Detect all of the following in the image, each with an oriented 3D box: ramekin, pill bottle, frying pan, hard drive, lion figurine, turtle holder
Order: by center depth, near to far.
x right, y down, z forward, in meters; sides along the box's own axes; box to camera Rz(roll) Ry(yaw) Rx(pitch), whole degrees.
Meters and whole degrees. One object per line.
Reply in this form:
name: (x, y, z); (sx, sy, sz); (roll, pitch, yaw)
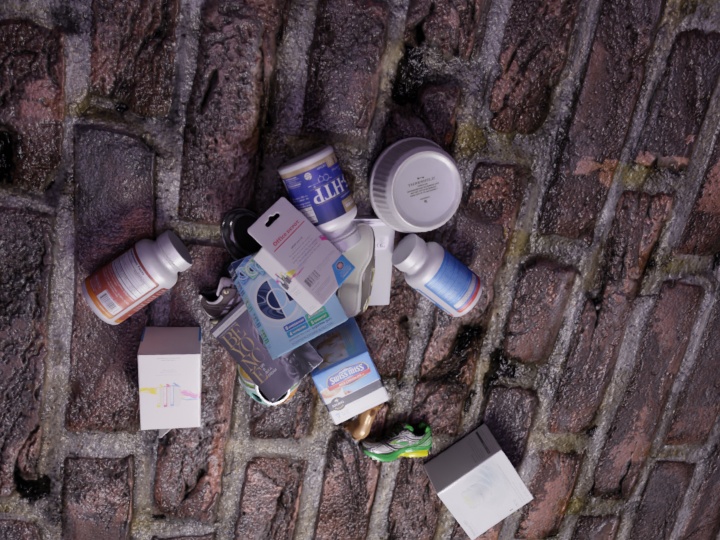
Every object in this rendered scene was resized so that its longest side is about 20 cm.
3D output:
pill bottle: (-0.440, 0.010, 1.261); (0.199, 0.112, 0.113); (-34, 114, 0)
pill bottle: (-0.075, -0.137, 1.276); (0.119, 0.120, 0.202); (-24, 107, -3)
frying pan: (-0.241, -0.038, 1.316); (0.114, 0.031, 0.192); (18, 116, 17)
ramekin: (0.122, -0.173, 1.322); (0.200, 0.094, 0.205); (-4, 105, -16)
turtle holder: (-0.202, 0.210, 1.383); (0.139, 0.132, 0.188); (-14, 113, -7)
hard drive: (0.007, -0.020, 1.403); (0.130, 0.026, 0.203); (-1, 111, -13)
pill bottle: (0.167, 0.007, 1.405); (0.199, 0.112, 0.113); (36, 99, -24)
lion figurine: (0.012, 0.334, 1.487); (0.071, 0.123, 0.203); (5, 110, -15)

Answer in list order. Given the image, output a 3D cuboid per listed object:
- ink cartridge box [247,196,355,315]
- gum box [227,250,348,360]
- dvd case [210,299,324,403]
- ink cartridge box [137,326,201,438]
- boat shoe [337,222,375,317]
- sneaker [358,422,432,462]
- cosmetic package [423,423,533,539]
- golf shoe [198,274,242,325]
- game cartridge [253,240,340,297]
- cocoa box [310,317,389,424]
ink cartridge box: (-0.123, -0.029, 1.224); (0.200, 0.068, 0.115); (45, 59, -5)
gum box: (-0.143, 0.047, 1.255); (0.169, 0.045, 0.202); (-25, 84, -28)
dvd case: (-0.191, 0.151, 1.287); (0.148, 0.016, 0.200); (-40, 91, 13)
ink cartridge box: (-0.403, 0.238, 1.348); (0.123, 0.129, 0.203); (0, 111, -14)
boat shoe: (-0.003, -0.001, 1.361); (0.060, 0.071, 0.205); (2, 99, -61)
sneaker: (0.086, 0.418, 1.571); (0.197, 0.078, 0.086); (-2, 105, -22)
cosmetic package: (0.305, 0.548, 1.640); (0.199, 0.123, 0.200); (-34, 114, 3)
golf shoe: (-0.247, 0.049, 1.313); (0.198, 0.078, 0.095); (-23, 123, 14)
game cartridge: (-0.125, -0.006, 1.358); (0.132, 0.041, 0.202); (-28, 108, -1)
cocoa box: (-0.038, 0.207, 1.383); (0.132, 0.200, 0.132); (-24, 113, -2)
